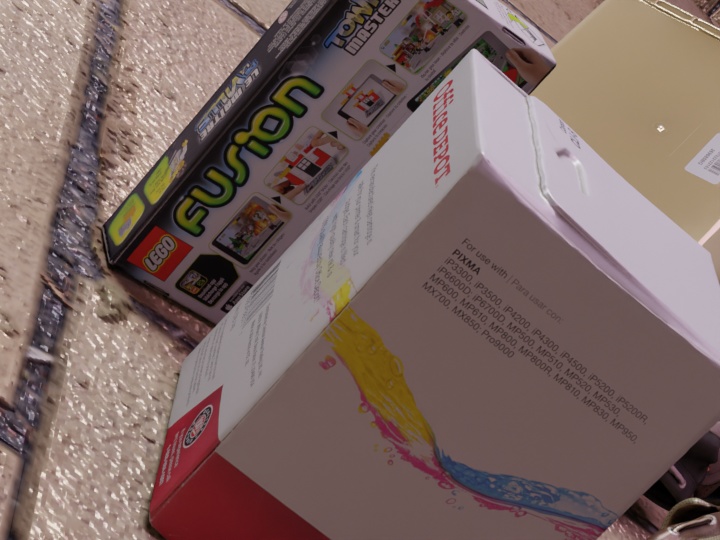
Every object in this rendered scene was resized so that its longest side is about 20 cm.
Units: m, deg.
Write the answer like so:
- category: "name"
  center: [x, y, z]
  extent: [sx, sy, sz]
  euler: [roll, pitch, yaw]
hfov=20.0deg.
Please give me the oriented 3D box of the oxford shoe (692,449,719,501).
- category: "oxford shoe"
  center: [0.201, 0.098, 1.264]
  extent: [0.199, 0.071, 0.073]
  euler: [23, 48, -21]

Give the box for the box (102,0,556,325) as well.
- category: "box"
  center: [-0.016, -0.057, 0.943]
  extent: [0.110, 0.200, 0.035]
  euler: [32, 21, -30]

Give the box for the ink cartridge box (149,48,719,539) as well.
- category: "ink cartridge box"
  center: [0.035, 0.042, 0.830]
  extent: [0.144, 0.200, 0.145]
  euler: [38, 19, -13]

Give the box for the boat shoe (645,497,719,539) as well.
- category: "boat shoe"
  center: [0.207, 0.154, 1.146]
  extent: [0.075, 0.075, 0.202]
  euler: [43, 18, 18]

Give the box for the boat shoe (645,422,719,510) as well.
- category: "boat shoe"
  center: [0.125, 0.077, 1.147]
  extent: [0.199, 0.057, 0.067]
  euler: [28, -12, -28]

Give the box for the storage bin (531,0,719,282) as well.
- category: "storage bin"
  center: [0.180, -0.058, 1.260]
  extent: [0.198, 0.094, 0.200]
  euler: [32, 54, 24]
